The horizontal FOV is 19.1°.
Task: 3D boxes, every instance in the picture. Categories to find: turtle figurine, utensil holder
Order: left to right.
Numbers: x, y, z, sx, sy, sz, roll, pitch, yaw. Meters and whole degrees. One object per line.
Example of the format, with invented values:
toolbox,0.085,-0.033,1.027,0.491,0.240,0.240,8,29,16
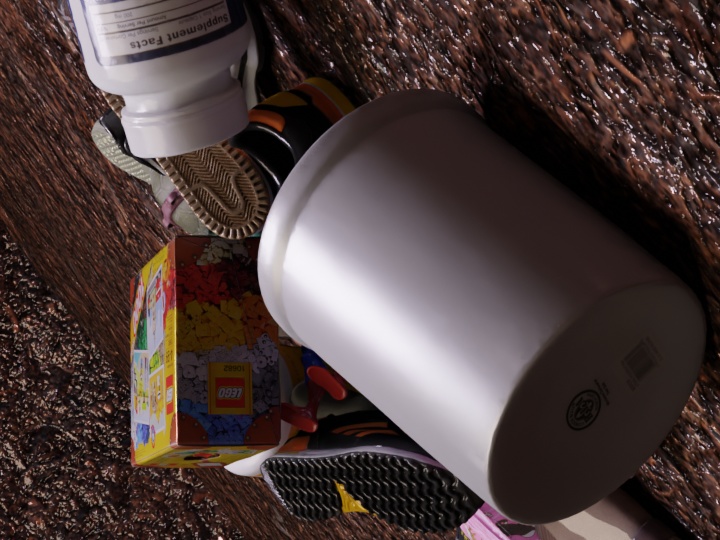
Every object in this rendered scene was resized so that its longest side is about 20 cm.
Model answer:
turtle figurine,-0.115,-0.065,1.709,0.200,0.100,0.150,57,167,18
utensil holder,0.066,0.021,1.181,0.200,0.170,0.170,42,163,38

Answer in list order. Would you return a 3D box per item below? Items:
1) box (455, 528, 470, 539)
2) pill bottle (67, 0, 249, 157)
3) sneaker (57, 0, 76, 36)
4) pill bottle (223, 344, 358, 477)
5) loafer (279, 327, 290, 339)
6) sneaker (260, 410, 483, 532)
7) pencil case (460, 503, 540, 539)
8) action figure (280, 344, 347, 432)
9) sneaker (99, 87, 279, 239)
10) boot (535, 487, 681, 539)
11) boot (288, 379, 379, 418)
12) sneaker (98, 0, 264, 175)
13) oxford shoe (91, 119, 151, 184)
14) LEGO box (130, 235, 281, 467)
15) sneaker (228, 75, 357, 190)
box,0.158,0.269,1.766,0.200,0.049,0.161,49,169,16
pill bottle,-0.134,-0.181,1.380,0.111,0.110,0.201,26,133,63
sneaker,-0.197,-0.197,1.757,0.098,0.071,0.201,42,161,39
pill bottle,-0.052,0.117,1.763,0.199,0.110,0.109,9,-159,-40
loafer,-0.021,0.028,1.732,0.200,0.067,0.077,10,98,55
sneaker,0.021,0.129,1.519,0.199,0.090,0.070,-4,124,45
pencil case,0.113,0.188,1.640,0.200,0.083,0.087,42,164,43
action figure,-0.043,0.022,1.578,0.099,0.065,0.200,36,-150,-12
sneaker,-0.120,-0.110,1.508,0.201,0.070,0.108,58,-171,3
boot,0.166,0.166,1.455,0.146,0.070,0.200,31,156,43
boot,0.030,0.086,1.617,0.200,0.067,0.131,26,117,40
sneaker,-0.134,-0.141,1.550,0.076,0.115,0.201,44,155,34
oxford shoe,-0.151,-0.094,1.908,0.199,0.058,0.075,31,152,23
LEGO box,-0.117,0.064,1.572,0.200,0.077,0.150,147,123,-72
sneaker,-0.009,-0.039,1.423,0.200,0.090,0.070,50,145,21
